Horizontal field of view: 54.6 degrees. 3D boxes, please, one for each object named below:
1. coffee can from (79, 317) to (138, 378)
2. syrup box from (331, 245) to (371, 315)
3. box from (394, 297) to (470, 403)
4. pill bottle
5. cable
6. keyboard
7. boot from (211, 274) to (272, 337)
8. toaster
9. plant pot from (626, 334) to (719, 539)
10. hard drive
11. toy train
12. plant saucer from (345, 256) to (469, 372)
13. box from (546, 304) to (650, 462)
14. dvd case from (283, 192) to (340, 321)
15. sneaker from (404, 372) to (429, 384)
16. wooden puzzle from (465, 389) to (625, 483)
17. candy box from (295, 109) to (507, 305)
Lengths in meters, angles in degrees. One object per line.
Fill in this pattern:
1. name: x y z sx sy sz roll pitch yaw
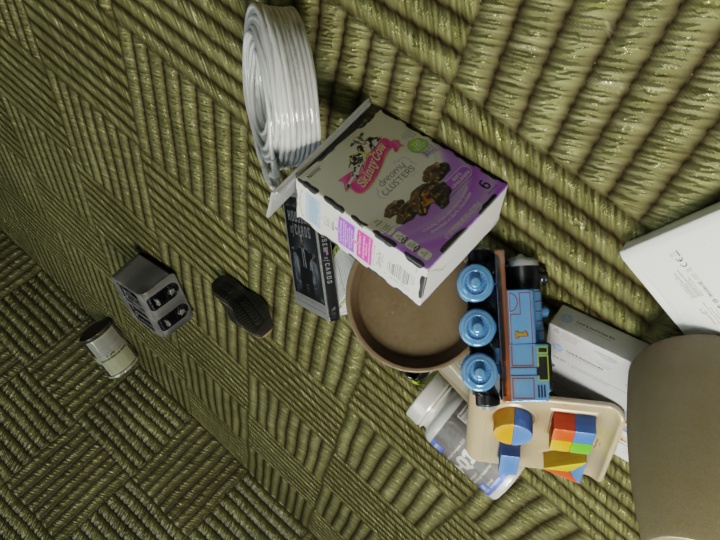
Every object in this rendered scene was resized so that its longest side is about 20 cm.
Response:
1. coffee can: -1.019 0.316 2.831 0.145 0.146 0.202 3 130 52
2. syrup box: 0.000 0.000 1.077 0.200 0.077 0.083 127 131 -61
3. box: 0.140 0.101 1.011 0.200 0.095 0.078 48 167 1
4. pill bottle: 0.179 0.268 1.157 0.199 0.114 0.114 40 151 13
5. cable: -0.102 -0.231 0.883 0.202 0.068 0.202 99 156 -47
6. keyboard: -0.051 -0.142 0.867 0.011 0.200 0.056 40 151 1
7. boot: -0.257 0.111 1.616 0.200 0.077 0.139 44 159 34
8. toaster: -0.583 0.062 1.944 0.198 0.119 0.183 27 145 33
9. plant pot: 0.350 0.203 0.707 0.185 0.201 0.189 19 142 16
10. hard drive: 0.360 -0.003 0.660 0.132 0.026 0.200 49 152 -3
11. toy train: 0.178 0.070 0.864 0.112 0.204 0.087 -2 175 8
12. plant saucer: 0.078 0.036 0.951 0.200 0.200 0.029 46 -179 0
13. box: 0.314 0.153 0.905 0.155 0.041 0.202 27 147 31
14. dvd case: -0.081 -0.032 1.117 0.150 0.024 0.204 19 119 63
15. sneaker: 0.079 0.100 1.114 0.071 0.083 0.202 10 133 47
16. wooden puzzle: 0.241 0.233 0.945 0.196 0.047 0.187 8 140 13
17. candy box: 0.047 -0.083 0.841 0.199 0.168 0.072 35 149 20
